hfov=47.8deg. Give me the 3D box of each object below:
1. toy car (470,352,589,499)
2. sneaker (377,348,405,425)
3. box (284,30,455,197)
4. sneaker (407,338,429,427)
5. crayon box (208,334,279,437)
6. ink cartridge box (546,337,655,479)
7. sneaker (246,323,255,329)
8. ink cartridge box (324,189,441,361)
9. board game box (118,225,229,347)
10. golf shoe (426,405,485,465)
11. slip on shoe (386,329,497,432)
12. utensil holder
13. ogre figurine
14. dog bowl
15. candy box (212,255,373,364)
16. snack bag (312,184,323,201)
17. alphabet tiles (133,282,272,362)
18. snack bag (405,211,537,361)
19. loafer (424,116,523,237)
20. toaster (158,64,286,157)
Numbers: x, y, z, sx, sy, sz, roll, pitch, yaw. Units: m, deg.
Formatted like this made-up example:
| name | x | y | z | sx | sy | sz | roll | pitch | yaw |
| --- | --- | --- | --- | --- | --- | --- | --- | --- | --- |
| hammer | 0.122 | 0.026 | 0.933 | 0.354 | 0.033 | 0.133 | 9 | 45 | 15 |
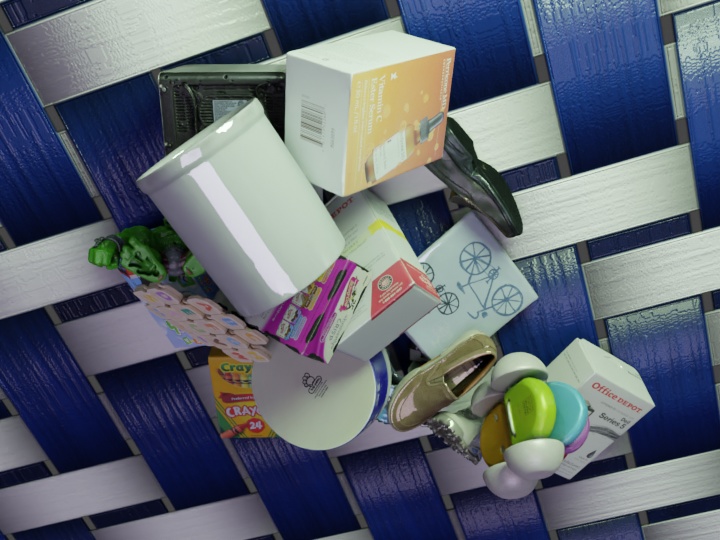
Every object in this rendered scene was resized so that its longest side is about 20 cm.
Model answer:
| name | x | y | z | sx | sy | sz | roll | pitch | yaw |
| --- | --- | --- | --- | --- | --- | --- | --- | --- | --- |
| toy car | 0.254 | 0.226 | 1.176 | 0.149 | 0.176 | 0.200 | 3 | 146 | -13 |
| sneaker | 0.005 | 0.146 | 1.271 | 0.200 | 0.079 | 0.096 | 36 | 113 | 5 |
| box | 0.012 | -0.201 | 1.010 | 0.106 | 0.200 | 0.153 | 26 | 127 | 34 |
| sneaker | 0.112 | 0.159 | 1.285 | 0.074 | 0.089 | 0.201 | 0 | 118 | 4 |
| crayon box | -0.176 | 0.183 | 1.328 | 0.126 | 0.051 | 0.201 | -2 | 119 | 4 |
| ink cartridge box | 0.342 | 0.224 | 1.303 | 0.145 | 0.084 | 0.200 | 28 | 117 | -25 |
| sneaker | -0.188 | 0.011 | 1.225 | 0.082 | 0.073 | 0.201 | 10 | 132 | 22 |
| ink cartridge box | 0.000 | 0.000 | 1.126 | 0.145 | 0.200 | 0.083 | -40 | 143 | 18 |
| board game box | -0.275 | 0.028 | 1.219 | 0.151 | 0.037 | 0.200 | -8 | 123 | 38 |
| golf shoe | 0.168 | 0.241 | 1.299 | 0.078 | 0.200 | 0.097 | 33 | 82 | 26 |
| slip on shoe | 0.122 | 0.172 | 1.205 | 0.200 | 0.061 | 0.076 | -39 | 115 | 4 |
| utensil holder | -0.136 | -0.070 | 0.953 | 0.169 | 0.170 | 0.200 | -28 | 107 | 17 |
| ogre figurine | -0.248 | -0.027 | 1.069 | 0.199 | 0.120 | 0.099 | -16 | 111 | -10 |
| dog bowl | -0.058 | 0.161 | 1.210 | 0.199 | 0.079 | 0.201 | 2 | 96 | 17 |
| candy box | -0.095 | 0.024 | 1.093 | 0.061 | 0.200 | 0.137 | 30 | 87 | -49 |
| snack bag | -0.143 | -0.131 | 1.167 | 0.187 | 0.021 | 0.201 | 2 | 119 | 2 |
| alphabet tiles | -0.220 | 0.076 | 1.137 | 0.200 | 0.015 | 0.195 | 38 | 154 | -28 |
| snack bag | 0.144 | 0.040 | 1.216 | 0.200 | 0.021 | 0.189 | -41 | 113 | 3 |
| loafer | 0.154 | -0.120 | 1.140 | 0.072 | 0.073 | 0.200 | -33 | 104 | 27 |
| toaster | -0.156 | -0.180 | 1.067 | 0.199 | 0.119 | 0.182 | 0 | 112 | 2 |
